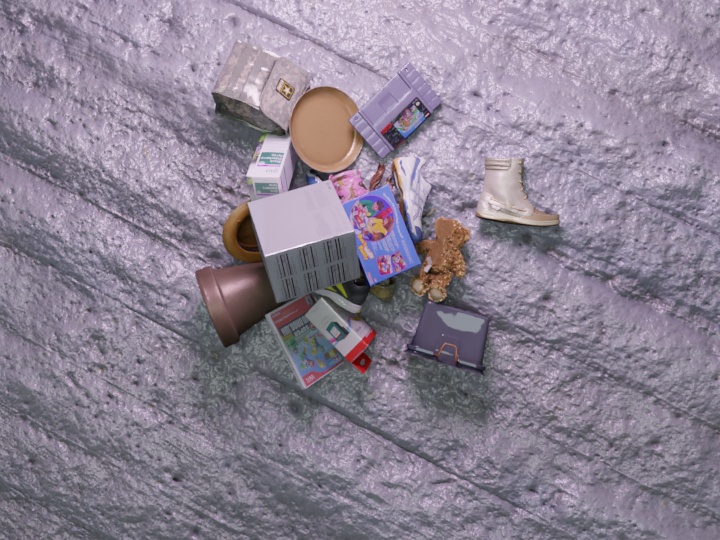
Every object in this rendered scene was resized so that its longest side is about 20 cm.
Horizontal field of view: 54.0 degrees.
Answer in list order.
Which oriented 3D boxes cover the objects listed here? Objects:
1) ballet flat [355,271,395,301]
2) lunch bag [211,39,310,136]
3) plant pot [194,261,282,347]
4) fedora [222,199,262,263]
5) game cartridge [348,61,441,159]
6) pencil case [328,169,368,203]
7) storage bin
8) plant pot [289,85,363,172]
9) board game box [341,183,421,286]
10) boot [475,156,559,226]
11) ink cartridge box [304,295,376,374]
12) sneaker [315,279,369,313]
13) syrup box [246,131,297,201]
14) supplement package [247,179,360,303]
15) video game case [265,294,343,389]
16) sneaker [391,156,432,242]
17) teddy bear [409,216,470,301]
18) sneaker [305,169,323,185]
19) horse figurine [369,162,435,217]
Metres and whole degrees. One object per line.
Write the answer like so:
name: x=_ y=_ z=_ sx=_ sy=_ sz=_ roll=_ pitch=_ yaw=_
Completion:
ballet flat: x=0.000 y=0.000 z=1.721 sx=0.198 sy=0.071 sz=0.071 roll=32 pitch=98 yaw=0
lunch bag: x=-0.230 y=-0.426 z=1.671 sx=0.197 sy=0.118 sz=0.166 roll=20 pitch=70 yaw=1
plant pot: x=-0.288 y=0.064 z=1.722 sx=0.172 sy=0.200 sz=0.203 roll=-22 pitch=92 yaw=-11
fedora: x=-0.250 y=-0.115 z=1.721 sx=0.201 sy=0.200 sz=0.082 roll=-48 pitch=46 yaw=8
game cartridge: x=0.084 y=-0.379 z=1.685 sx=0.200 sy=0.038 sz=0.130 roll=-43 pitch=99 yaw=7
pencil case: x=-0.012 y=-0.144 z=1.709 sx=0.082 sy=0.086 sz=0.203 roll=-18 pitch=93 yaw=41
storage bin: x=0.214 y=0.157 z=1.683 sx=0.197 sy=0.146 sz=0.136 roll=15 pitch=86 yaw=6
plant pot: x=-0.082 y=-0.335 z=1.684 sx=0.197 sy=0.027 sz=0.204 roll=-2 pitch=95 yaw=-28
board game box: x=0.041 y=-0.081 z=1.651 sx=0.133 sy=0.045 sz=0.203 roll=-22 pitch=91 yaw=-9
boot: x=0.379 y=-0.186 z=1.662 sx=0.197 sy=0.072 sz=0.157 roll=9 pitch=93 yaw=7
ink cartridge box: x=-0.032 y=0.146 z=1.713 sx=0.200 sy=0.116 sz=0.067 roll=46 pitch=106 yaw=1
sneaker: x=-0.065 y=0.020 z=1.670 sx=0.198 sy=0.075 sz=0.085 roll=31 pitch=104 yaw=-23
syrup box: x=-0.205 y=-0.247 z=1.662 sx=0.077 sy=0.202 sz=0.082 roll=1 pitch=132 yaw=7
supplement package: x=-0.126 y=-0.066 z=1.566 sx=0.197 sy=0.192 sz=0.148 roll=-16 pitch=135 yaw=-9
video game case: x=-0.135 y=0.169 z=1.730 sx=0.017 sy=0.142 sz=0.202 roll=-25 pitch=92 yaw=48
sneaker: x=0.133 y=-0.169 z=1.656 sx=0.087 sy=0.075 sz=0.203 roll=-11 pitch=94 yaw=-11
teddy bear: x=0.192 y=-0.022 z=1.686 sx=0.143 sy=0.067 sz=0.203 roll=-2 pitch=70 yaw=36
sneaker: x=-0.100 y=-0.146 z=1.720 sx=0.076 sy=0.076 sz=0.203 roll=-19 pitch=91 yaw=4
horse figurine: x=0.086 y=-0.161 z=1.711 sx=0.132 sy=0.050 sz=0.201 roll=-40 pitch=91 yaw=2
